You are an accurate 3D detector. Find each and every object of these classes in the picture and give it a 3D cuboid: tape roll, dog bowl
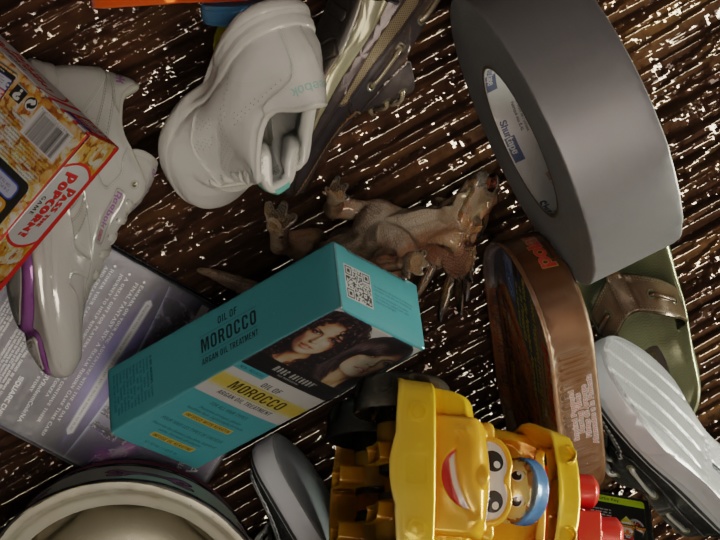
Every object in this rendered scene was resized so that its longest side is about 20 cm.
[{"bbox_3d":[0.129,-0.095,1.435,0.066,0.200,0.201,-26,111,-6],"label":"tape roll"},{"bbox_3d":[-0.155,0.214,1.508,0.199,0.074,0.201,0,111,-1],"label":"dog bowl"}]

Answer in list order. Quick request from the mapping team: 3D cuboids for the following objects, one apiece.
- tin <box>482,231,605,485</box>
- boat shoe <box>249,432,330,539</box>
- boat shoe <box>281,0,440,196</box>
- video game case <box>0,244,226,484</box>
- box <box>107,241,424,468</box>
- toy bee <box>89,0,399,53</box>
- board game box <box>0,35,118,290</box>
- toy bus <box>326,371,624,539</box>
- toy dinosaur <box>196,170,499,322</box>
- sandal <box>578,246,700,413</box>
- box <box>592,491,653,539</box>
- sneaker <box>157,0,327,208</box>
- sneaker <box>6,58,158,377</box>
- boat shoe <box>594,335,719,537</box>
[{"bbox_3d":[0.124,0.066,1.518,0.042,0.112,0.201,-15,125,-9],"label":"tin"},{"bbox_3d":[-0.039,0.200,1.555,0.068,0.074,0.200,-22,124,11],"label":"boat shoe"},{"bbox_3d":[0.002,-0.131,1.459,0.073,0.075,0.200,23,106,-25],"label":"boat shoe"},{"bbox_3d":[-0.165,0.064,1.507,0.200,0.019,0.143,30,98,-21],"label":"video game case"},{"bbox_3d":[-0.062,0.057,1.430,0.200,0.049,0.082,-29,142,31],"label":"box"},{"bbox_3d":[-0.065,-0.186,1.423,0.199,0.109,0.131,20,110,6],"label":"toy bee"},{"bbox_3d":[-0.268,-0.050,1.383,0.151,0.046,0.200,43,96,18],"label":"board game box"},{"bbox_3d":[0.077,0.148,1.426,0.191,0.200,0.136,6,74,-9],"label":"toy bus"},{"bbox_3d":[0.000,0.000,1.502,0.199,0.136,0.086,-22,69,15],"label":"toy dinosaur"},{"bbox_3d":[0.193,0.030,1.564,0.080,0.057,0.201,-27,114,0],"label":"sandal"},{"bbox_3d":[0.108,0.233,1.544,0.199,0.194,0.048,11,142,-16],"label":"box"},{"bbox_3d":[-0.068,-0.077,1.399,0.075,0.200,0.089,-15,67,-25],"label":"sneaker"},{"bbox_3d":[-0.173,-0.033,1.428,0.099,0.075,0.201,0,90,-21],"label":"sneaker"},{"bbox_3d":[0.200,0.127,1.564,0.071,0.072,0.200,-23,123,31],"label":"boat shoe"}]
